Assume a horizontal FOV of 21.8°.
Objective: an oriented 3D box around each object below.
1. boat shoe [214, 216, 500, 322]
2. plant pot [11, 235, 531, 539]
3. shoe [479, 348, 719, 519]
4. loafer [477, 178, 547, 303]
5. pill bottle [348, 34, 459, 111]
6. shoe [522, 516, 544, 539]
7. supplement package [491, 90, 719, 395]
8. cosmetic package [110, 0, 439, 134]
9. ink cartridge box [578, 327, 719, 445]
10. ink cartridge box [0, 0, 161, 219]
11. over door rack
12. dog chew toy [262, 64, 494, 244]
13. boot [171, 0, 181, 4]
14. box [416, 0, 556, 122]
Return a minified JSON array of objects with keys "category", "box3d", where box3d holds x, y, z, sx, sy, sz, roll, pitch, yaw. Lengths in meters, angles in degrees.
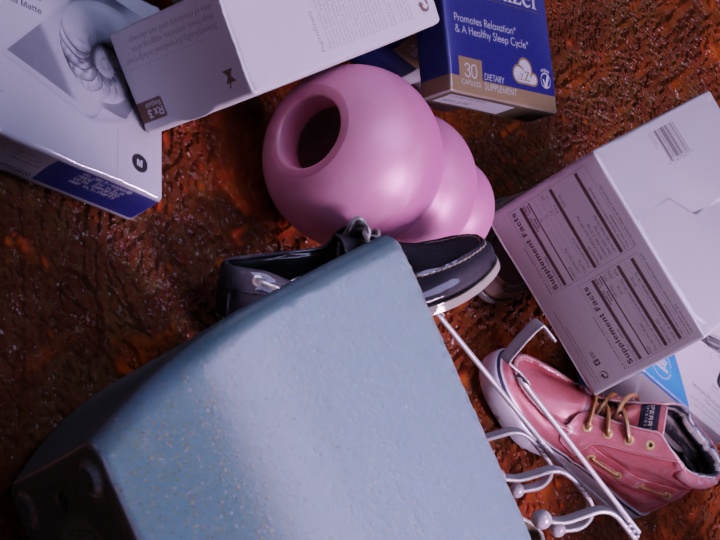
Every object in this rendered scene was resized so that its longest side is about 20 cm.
[{"category":"boat shoe","box3d":[0.000,0.000,1.192,0.200,0.073,0.063,-16,110,-22]},{"category":"plant pot","box3d":[-0.067,0.122,1.009,0.200,0.196,0.196,-20,85,-37]},{"category":"shoe","box3d":[0.183,0.112,1.396,0.200,0.091,0.072,41,41,-28]},{"category":"loafer","box3d":[0.146,-0.038,1.468,0.072,0.063,0.200,60,36,-5]},{"category":"pill bottle","box3d":[0.016,-0.207,1.370,0.200,0.116,0.116,34,45,-33]},{"category":"shoe","box3d":[0.044,0.155,1.230,0.200,0.053,0.070,31,47,-37]},{"category":"supplement package","box3d":[0.220,-0.025,1.405,0.200,0.111,0.156,-27,85,-52]},{"category":"cosmetic package","box3d":[-0.051,-0.155,1.183,0.200,0.102,0.074,-27,98,-50]},{"category":"ink cartridge box","box3d":[0.243,0.042,1.534,0.116,0.068,0.200,38,42,-30]},{"category":"ink cartridge box","box3d":[-0.205,-0.151,1.128,0.199,0.041,0.200,21,53,-43]},{"category":"over door rack","box3d":[0.103,0.104,1.251,0.200,0.067,0.148,64,-11,-27]},{"category":"dog chew toy","box3d":[0.023,-0.063,1.292,0.200,0.124,0.125,26,50,-50]},{"category":"boot","box3d":[-0.065,-0.283,1.244,0.182,0.200,0.073,63,7,3]},{"category":"box","box3d":[0.083,-0.213,1.333,0.121,0.032,0.200,5,74,-47]}]
